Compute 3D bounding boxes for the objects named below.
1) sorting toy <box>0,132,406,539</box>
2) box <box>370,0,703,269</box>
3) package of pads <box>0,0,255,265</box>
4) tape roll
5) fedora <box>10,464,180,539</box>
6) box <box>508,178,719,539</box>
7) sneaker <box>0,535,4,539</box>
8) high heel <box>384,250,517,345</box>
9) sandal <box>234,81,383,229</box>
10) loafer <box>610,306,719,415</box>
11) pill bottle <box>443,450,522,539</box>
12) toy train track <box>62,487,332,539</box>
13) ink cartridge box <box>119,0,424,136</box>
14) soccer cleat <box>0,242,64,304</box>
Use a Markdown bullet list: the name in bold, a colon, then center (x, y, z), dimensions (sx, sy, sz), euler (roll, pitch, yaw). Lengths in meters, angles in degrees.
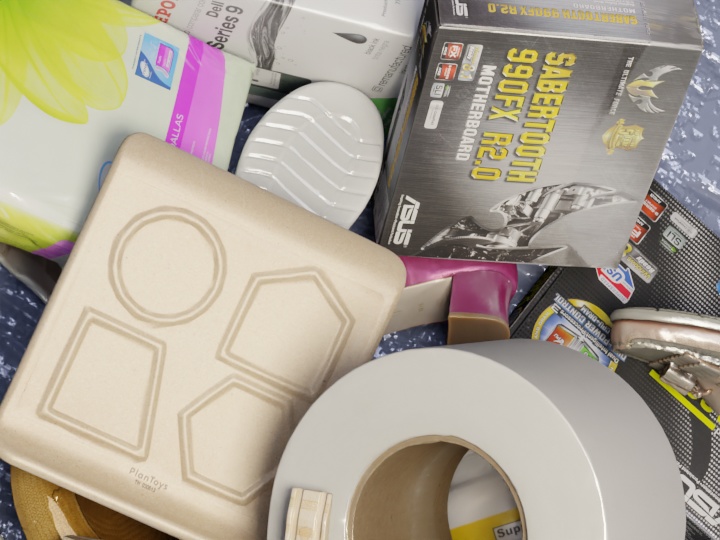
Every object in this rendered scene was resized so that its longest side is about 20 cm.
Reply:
- **sorting toy**: center (-0.092, 0.047, 1.430), dimensions (0.184, 0.036, 0.201), euler (25, 84, -15)
- **box**: center (0.100, -0.085, 1.498), dimensions (0.157, 0.200, 0.049), euler (4, 49, -10)
- **package of pads**: center (-0.171, -0.083, 1.461), dimensions (0.199, 0.068, 0.155), euler (24, 68, -26)
- **tape roll**: center (0.067, 0.141, 1.403), dimensions (0.202, 0.139, 0.204), euler (0, 91, 26)
- **fedora**: center (-0.119, 0.118, 1.488), dimensions (0.199, 0.082, 0.202), euler (6, 71, -19)
- **box**: center (0.199, 0.059, 1.614), dimensions (0.200, 0.044, 0.160), euler (42, 70, -3)
- **sneaker**: center (-0.225, 0.139, 1.458), dimensions (0.198, 0.079, 0.130), euler (23, 81, 1)
- **high heel**: center (0.000, 0.000, 1.575), dimensions (0.199, 0.068, 0.096), euler (3, 40, 0)
- **sandal**: center (-0.051, -0.025, 1.505), dimensions (0.082, 0.050, 0.203), euler (29, 66, -12)
- **loafer**: center (0.248, 0.068, 1.569), dimensions (0.199, 0.072, 0.063), euler (11, 83, -16)
- **pill bottle**: center (0.101, 0.178, 1.525), dimensions (0.111, 0.111, 0.201), euler (-14, 81, -18)
- **toy train track**: center (-0.076, 0.172, 1.366), dimensions (0.199, 0.033, 0.115), euler (7, 94, 20)
- **ink cartridge box**: center (-0.047, -0.163, 1.536), dimensions (0.199, 0.146, 0.085), euler (12, 68, -12)
- **soccer cleat**: center (-0.203, -0.053, 1.510), dimensions (0.077, 0.069, 0.201), euler (-34, 92, -37)
